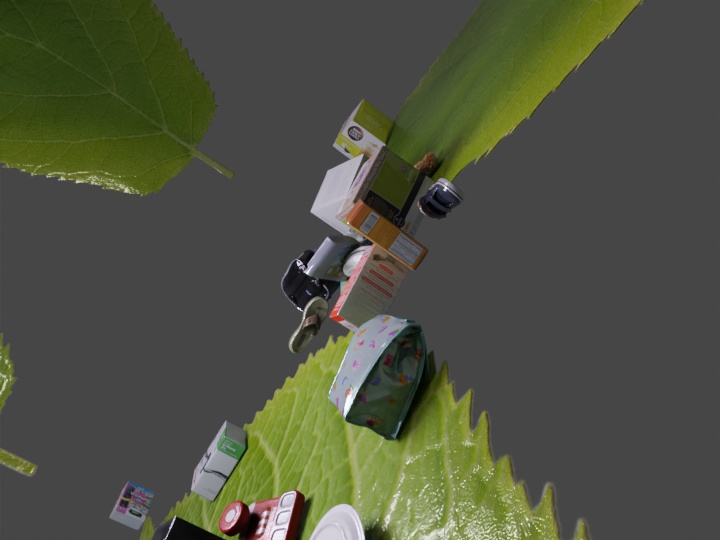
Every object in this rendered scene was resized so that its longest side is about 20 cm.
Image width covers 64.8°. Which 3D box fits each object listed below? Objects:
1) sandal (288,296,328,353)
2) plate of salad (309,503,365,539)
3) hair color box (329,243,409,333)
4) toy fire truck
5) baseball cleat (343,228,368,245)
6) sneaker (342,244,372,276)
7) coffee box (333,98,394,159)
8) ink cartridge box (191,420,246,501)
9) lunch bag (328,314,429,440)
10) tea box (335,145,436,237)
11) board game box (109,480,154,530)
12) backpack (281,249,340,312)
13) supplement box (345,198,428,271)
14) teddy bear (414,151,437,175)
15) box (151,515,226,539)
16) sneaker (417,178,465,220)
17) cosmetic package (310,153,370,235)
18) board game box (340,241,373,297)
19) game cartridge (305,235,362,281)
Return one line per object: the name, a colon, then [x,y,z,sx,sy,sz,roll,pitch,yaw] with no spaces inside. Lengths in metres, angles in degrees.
sandal: [-0.155,0.178,1.795,0.057,0.080,0.202,28,92,59]
plate of salad: [-0.040,0.450,0.833,0.200,0.048,0.201,-50,26,34]
hair color box: [0.023,0.051,1.361,0.201,0.111,0.064,-61,15,-19]
toy fire truck: [-0.194,0.530,1.090,0.168,0.112,0.200,-26,29,29]
baseball cleat: [-0.029,-0.065,1.686,0.200,0.070,0.107,-35,-33,-13]
sneaker: [0.025,-0.009,1.491,0.200,0.076,0.116,-24,34,31]
coffee box: [0.018,-0.664,2.763,0.198,0.199,0.200,-42,20,46]
ink cartridge box: [-0.451,0.606,1.813,0.200,0.083,0.147,-58,13,-2]
lunch bag: [0.038,0.176,1.020,0.201,0.122,0.170,-64,14,-6]
tea box: [0.072,-0.190,1.547,0.201,0.196,0.134,-62,15,-22]
board game box: [-1.094,1.128,2.728,0.064,0.147,0.200,-55,15,11]
backpack: [-0.168,0.040,1.914,0.151,0.178,0.200,-39,-9,-48]
supplement box: [0.062,-0.083,1.337,0.069,0.200,0.067,-51,14,7]
teddy bear: [0.160,-0.277,1.706,0.200,0.067,0.145,-51,11,23]
box: [-0.339,0.616,1.168,0.148,0.200,0.125,-42,22,46]
sneaker: [0.188,-0.163,1.343,0.080,0.078,0.200,-52,3,0]
cosmetic package: [-0.015,-0.228,1.772,0.200,0.167,0.167,-13,51,53]
board game box: [0.000,0.000,1.684,0.151,0.047,0.200,-53,15,16]
game cartridge: [-0.059,-0.034,1.568,0.133,0.042,0.200,-49,-24,15]
